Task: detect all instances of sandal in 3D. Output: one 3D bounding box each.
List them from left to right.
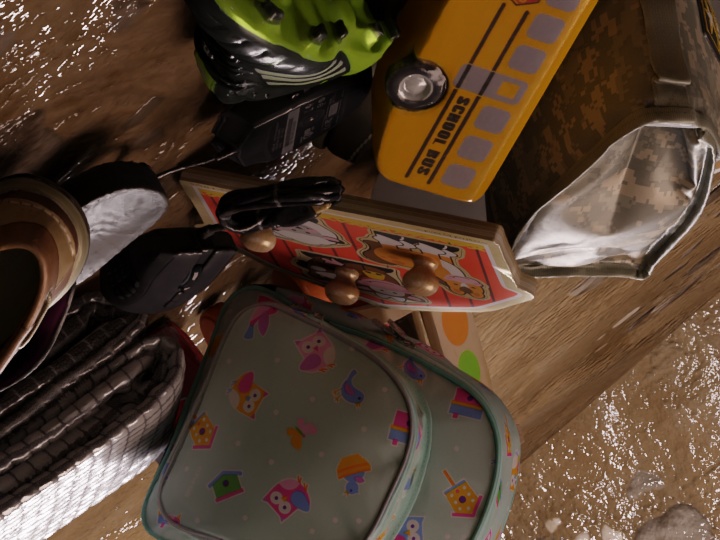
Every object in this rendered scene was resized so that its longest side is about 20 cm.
[{"bbox_3d":[-0.171,0.020,1.141,0.200,0.048,0.075,-37,155,28],"label":"sandal"}]

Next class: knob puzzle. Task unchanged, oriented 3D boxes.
[{"bbox_3d":[0.000,0.000,1.309,0.220,0.219,0.031,85,18,-76],"label":"knob puzzle"}]

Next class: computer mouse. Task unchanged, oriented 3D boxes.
[{"bbox_3d":[-0.082,-0.065,1.183,0.199,0.034,0.059,-27,163,-19],"label":"computer mouse"},{"bbox_3d":[-0.073,-0.010,1.203,0.058,0.034,0.200,3,165,-34],"label":"computer mouse"}]

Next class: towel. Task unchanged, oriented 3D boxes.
[{"bbox_3d":[-0.198,0.104,1.345,0.200,0.086,0.166,-35,170,-19],"label":"towel"}]

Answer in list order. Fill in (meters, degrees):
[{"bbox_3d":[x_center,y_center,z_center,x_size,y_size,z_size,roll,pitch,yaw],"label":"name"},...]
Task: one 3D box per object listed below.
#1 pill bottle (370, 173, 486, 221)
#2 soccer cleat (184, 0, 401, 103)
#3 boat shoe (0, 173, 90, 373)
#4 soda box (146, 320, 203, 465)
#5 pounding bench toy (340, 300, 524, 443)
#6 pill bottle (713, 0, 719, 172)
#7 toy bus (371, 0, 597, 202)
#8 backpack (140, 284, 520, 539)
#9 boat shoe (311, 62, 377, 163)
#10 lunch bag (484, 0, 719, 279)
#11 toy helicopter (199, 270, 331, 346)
[{"bbox_3d":[0.090,-0.051,1.526,0.112,0.112,0.200,-44,167,27],"label":"pill bottle"},{"bbox_3d":[-0.045,-0.105,1.048,0.081,0.068,0.200,-28,172,16],"label":"soccer cleat"},{"bbox_3d":[-0.202,0.041,1.067,0.200,0.076,0.074,-50,-168,16],"label":"boat shoe"},{"bbox_3d":[-0.082,0.130,1.486,0.063,0.200,0.070,-37,169,-2],"label":"soda box"},{"bbox_3d":[-0.015,0.080,1.655,0.199,0.157,0.124,-12,-171,35],"label":"pounding bench toy"},{"bbox_3d":[0.229,-0.141,1.591,0.114,0.115,0.200,-37,168,-5],"label":"pill bottle"},{"bbox_3d":[0.063,-0.128,1.128,0.065,0.078,0.200,-90,-158,-46],"label":"toy bus"},{"bbox_3d":[-0.011,0.114,1.364,0.153,0.199,0.176,59,54,-81],"label":"backpack"},{"bbox_3d":[0.042,-0.115,1.238,0.202,0.060,0.072,-48,-174,42],"label":"boat shoe"},{"bbox_3d":[0.136,-0.108,1.271,0.117,0.165,0.200,0,156,-14],"label":"lunch bag"},{"bbox_3d":[-0.013,0.086,1.514,0.079,0.200,0.133,-32,127,-24],"label":"toy helicopter"}]
